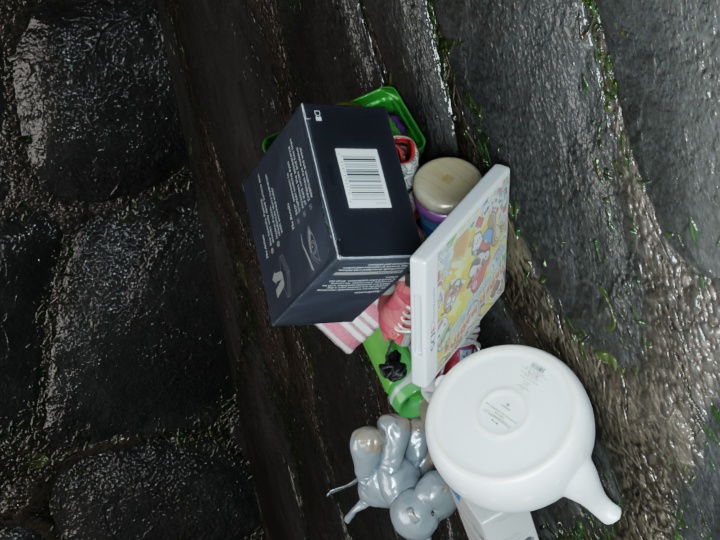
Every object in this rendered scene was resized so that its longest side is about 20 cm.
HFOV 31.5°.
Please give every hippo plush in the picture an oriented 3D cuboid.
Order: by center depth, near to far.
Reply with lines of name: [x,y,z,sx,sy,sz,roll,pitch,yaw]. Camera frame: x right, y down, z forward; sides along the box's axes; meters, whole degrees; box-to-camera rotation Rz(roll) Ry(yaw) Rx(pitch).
hippo plush: [0.061,0.322,1.924,0.161,0.200,0.159,44,168,48]

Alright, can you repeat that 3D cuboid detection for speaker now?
speaker: [0.053,0.122,1.925,0.089,0.088,0.200,93,157,-49]

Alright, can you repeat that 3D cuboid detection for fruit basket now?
fruit basket: [-0.023,-0.170,1.692,0.216,0.215,0.156,92,158,-48]

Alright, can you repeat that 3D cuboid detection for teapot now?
teapot: [0.169,0.188,1.419,0.146,0.197,0.200,61,-161,-53]

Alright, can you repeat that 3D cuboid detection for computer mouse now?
computer mouse: [0.073,0.056,1.755,0.110,0.044,0.201,122,166,-87]

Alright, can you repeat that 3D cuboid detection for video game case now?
video game case: [0.114,0.005,1.436,0.023,0.200,0.182,19,134,25]

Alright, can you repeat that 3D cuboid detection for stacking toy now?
stacking toy: [0.107,-0.046,1.593,0.200,0.085,0.086,87,161,-52]

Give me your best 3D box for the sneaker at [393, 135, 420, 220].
sneaker: [0.058,-0.123,1.607,0.201,0.067,0.108,-50,-33,-61]

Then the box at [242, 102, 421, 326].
box: [-0.038,-0.062,1.501,0.200,0.117,0.197,-43,54,54]

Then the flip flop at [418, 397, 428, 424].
flip flop: [0.130,0.219,1.585,0.200,0.057,0.081,47,142,42]

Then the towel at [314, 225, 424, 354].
towel: [0.000,0.000,1.710,0.146,0.200,0.030,45,-165,-6]

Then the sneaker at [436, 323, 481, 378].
sneaker: [0.125,0.063,1.584,0.200,0.071,0.113,111,149,-47]

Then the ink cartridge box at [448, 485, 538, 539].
ink cartridge box: [0.180,0.334,1.655,0.115,0.068,0.200,54,168,49]

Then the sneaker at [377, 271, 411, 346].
sneaker: [0.066,0.048,1.532,0.200,0.073,0.087,153,122,-77]
